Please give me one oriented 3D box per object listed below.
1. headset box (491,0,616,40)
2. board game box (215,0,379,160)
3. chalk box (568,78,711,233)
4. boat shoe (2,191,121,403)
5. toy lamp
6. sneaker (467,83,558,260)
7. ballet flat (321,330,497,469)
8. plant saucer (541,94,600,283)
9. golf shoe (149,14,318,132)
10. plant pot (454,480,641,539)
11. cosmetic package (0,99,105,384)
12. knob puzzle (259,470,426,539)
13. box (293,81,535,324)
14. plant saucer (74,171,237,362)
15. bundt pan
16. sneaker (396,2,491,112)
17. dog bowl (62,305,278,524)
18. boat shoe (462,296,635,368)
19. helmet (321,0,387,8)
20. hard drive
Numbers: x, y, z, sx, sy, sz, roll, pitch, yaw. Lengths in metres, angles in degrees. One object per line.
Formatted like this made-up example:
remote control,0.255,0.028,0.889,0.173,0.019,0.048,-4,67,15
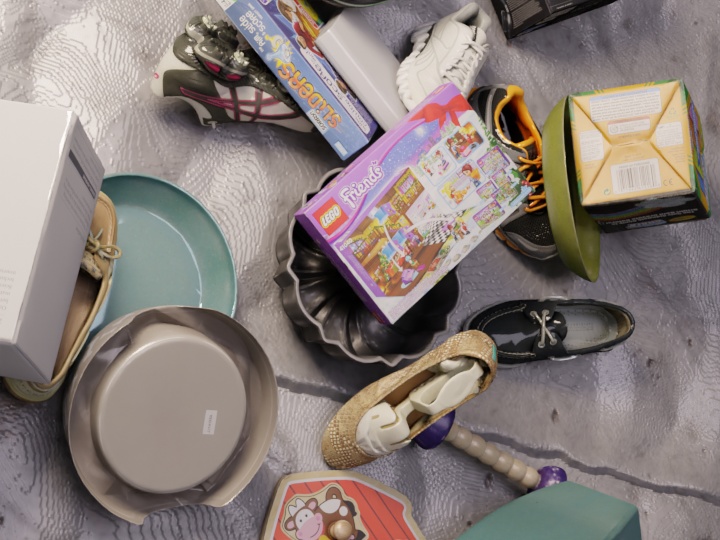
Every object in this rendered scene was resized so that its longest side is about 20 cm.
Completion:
headset box,0.211,-0.384,1.757,0.173,0.093,0.201,-24,91,-32
board game box,-0.054,-0.213,1.551,0.200,0.034,0.135,51,20,-9
chalk box,0.307,-0.116,1.703,0.200,0.124,0.125,26,58,-71
boat shoe,-0.251,0.017,1.370,0.073,0.063,0.202,21,69,-24
toy lamp,0.119,0.181,1.596,0.199,0.058,0.059,33,64,-20
sneaker,0.168,-0.107,1.679,0.078,0.077,0.201,-27,94,-34
ballet flat,0.048,0.128,1.507,0.200,0.065,0.071,-39,109,2
plant saucer,0.222,-0.085,1.675,0.200,0.031,0.202,-8,90,-74
golf shoe,-0.117,-0.177,1.536,0.199,0.088,0.078,26,32,-44
plant pot,0.184,0.304,1.536,0.200,0.141,0.142,-36,127,-36
cosmetic package,-0.337,-0.030,1.290,0.198,0.123,0.202,9,70,7
knob puzzle,-0.015,0.279,1.509,0.218,0.030,0.222,7,75,-28
box,0.054,-0.065,1.506,0.200,0.039,0.137,-42,102,-15
plant saucer,-0.210,0.011,1.453,0.199,0.036,0.202,7,76,-29
bundt pan,0.000,0.000,1.555,0.200,0.076,0.204,7,75,-28
sneaker,0.090,-0.209,1.608,0.075,0.081,0.201,46,33,-26
dog bowl,-0.174,0.124,1.402,0.199,0.059,0.202,-7,104,-29
boat shoe,0.202,0.060,1.669,0.199,0.060,0.076,-8,83,-32
helmet,-0.004,-0.359,1.571,0.190,0.200,0.201,29,66,-19
hard drive,0.033,-0.176,1.600,0.200,0.027,0.132,51,21,-13
